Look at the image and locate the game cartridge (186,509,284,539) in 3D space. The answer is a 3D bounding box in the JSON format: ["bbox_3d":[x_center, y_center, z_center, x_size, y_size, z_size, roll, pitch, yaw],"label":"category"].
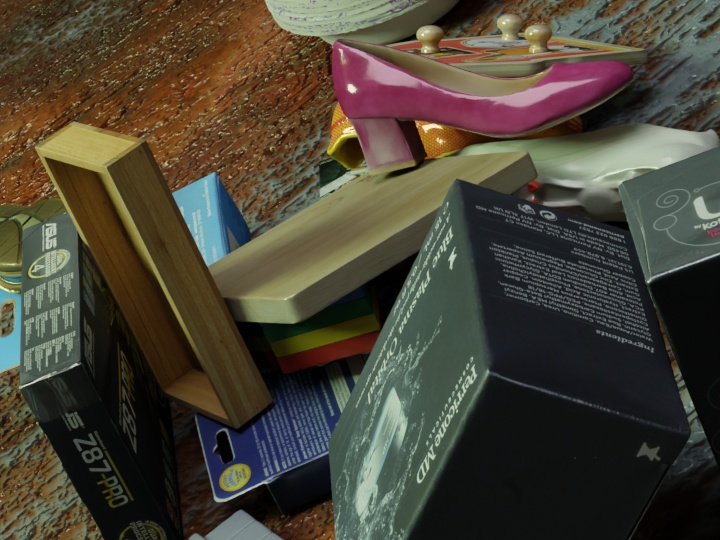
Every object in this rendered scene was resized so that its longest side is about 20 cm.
[{"bbox_3d":[-0.115,0.227,1.392,0.200,0.038,0.130,-37,36,-18],"label":"game cartridge"}]

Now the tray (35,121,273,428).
[{"bbox_3d":[-0.131,0.002,1.522,0.037,0.200,0.099,-37,28,-23],"label":"tray"}]

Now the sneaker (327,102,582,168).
[{"bbox_3d":[0.069,-0.094,1.690,0.200,0.073,0.077,2,71,35],"label":"sneaker"}]

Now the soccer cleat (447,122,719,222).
[{"bbox_3d":[0.151,-0.065,1.614,0.199,0.069,0.078,1,33,27],"label":"soccer cleat"}]

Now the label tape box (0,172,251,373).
[{"bbox_3d":[-0.175,0.025,1.716,0.200,0.063,0.144,-25,30,7],"label":"label tape box"}]

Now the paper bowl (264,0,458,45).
[{"bbox_3d":[0.013,-0.261,1.976,0.200,0.105,0.201,-18,31,11],"label":"paper bowl"}]

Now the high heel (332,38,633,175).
[{"bbox_3d":[0.080,-0.135,1.598,0.199,0.096,0.067,-14,10,22],"label":"high heel"}]

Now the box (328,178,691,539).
[{"bbox_3d":[0.072,0.091,1.278,0.117,0.197,0.200,17,29,-14],"label":"box"}]

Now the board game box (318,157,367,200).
[{"bbox_3d":[0.065,-0.081,1.739,0.200,0.023,0.105,-20,30,11],"label":"board game box"}]

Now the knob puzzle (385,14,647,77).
[{"bbox_3d":[0.081,-0.166,1.740,0.219,0.031,0.220,-2,12,0],"label":"knob puzzle"}]

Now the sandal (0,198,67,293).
[{"bbox_3d":[-0.249,-0.011,1.725,0.080,0.054,0.200,-34,15,-21],"label":"sandal"}]

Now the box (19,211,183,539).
[{"bbox_3d":[-0.170,0.076,1.538,0.049,0.161,0.200,-23,30,6],"label":"box"}]

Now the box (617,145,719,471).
[{"bbox_3d":[0.229,0.037,1.257,0.122,0.200,0.106,-21,30,9],"label":"box"}]

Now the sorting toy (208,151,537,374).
[{"bbox_3d":[0.000,0.000,1.565,0.200,0.070,0.199,-31,14,-24],"label":"sorting toy"}]

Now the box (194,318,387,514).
[{"bbox_3d":[-0.006,0.087,1.523,0.200,0.032,0.121,-24,29,1],"label":"box"}]
